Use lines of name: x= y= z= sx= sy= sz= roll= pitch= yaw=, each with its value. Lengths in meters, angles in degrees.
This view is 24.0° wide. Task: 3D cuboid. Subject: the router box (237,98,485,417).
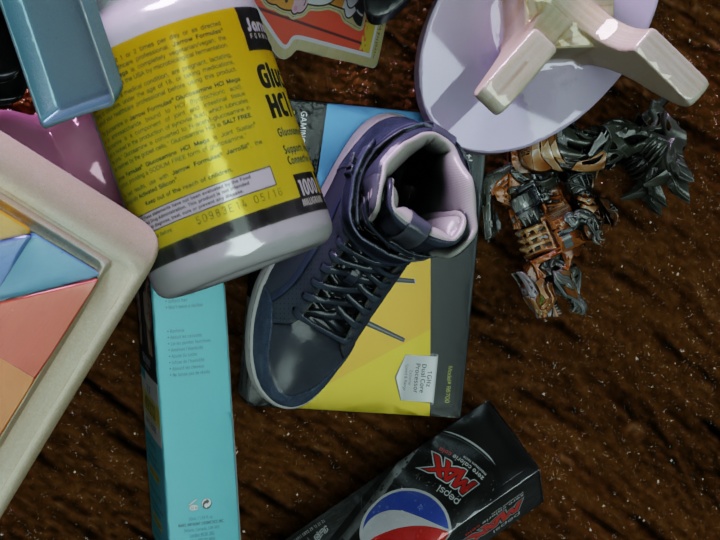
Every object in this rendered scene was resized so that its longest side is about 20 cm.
router box: x=0.001 y=-0.008 z=1.129 sx=0.148 sy=0.051 sz=0.202 roll=4 pitch=95 yaw=-13

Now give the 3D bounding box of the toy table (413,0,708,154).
toy table: x=0.125 y=-0.162 z=1.049 sx=0.183 sy=0.117 sz=0.201 roll=31 pitch=85 yaw=-8

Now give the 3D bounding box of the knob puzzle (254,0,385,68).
knob puzzle: x=-0.025 y=-0.228 z=1.046 sx=0.219 sy=0.030 sz=0.222 roll=-24 pitch=121 yaw=-47

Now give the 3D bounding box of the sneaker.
sneaker: x=-0.001 y=-0.001 z=1.027 sx=0.076 sy=0.146 sz=0.204 roll=25 pitch=90 yaw=-18

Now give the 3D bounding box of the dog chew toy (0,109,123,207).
dog chew toy: x=-0.177 y=-0.055 z=1.054 sx=0.199 sy=0.124 sz=0.126 roll=-23 pitch=101 yaw=-18

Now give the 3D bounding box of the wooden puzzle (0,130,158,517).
wooden puzzle: x=-0.226 y=0.020 z=0.885 sx=0.184 sy=0.037 sz=0.201 roll=32 pitch=82 yaw=-19

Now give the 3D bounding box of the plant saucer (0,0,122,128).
plant saucer: x=-0.182 y=-0.182 z=0.927 sx=0.019 sy=0.070 sz=0.202 roll=-27 pitch=102 yaw=-45

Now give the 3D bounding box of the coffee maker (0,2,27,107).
coffee maker: x=-0.298 y=-0.121 z=0.978 sx=0.198 sy=0.135 sz=0.194 roll=-7 pitch=115 yaw=20

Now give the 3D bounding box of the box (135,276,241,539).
box: x=-0.114 y=0.081 z=1.098 sx=0.049 sy=0.082 sz=0.202 roll=-5 pitch=98 yaw=-15

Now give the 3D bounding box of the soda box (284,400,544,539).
soda box: x=0.026 y=0.176 z=1.138 sx=0.199 sy=0.071 sz=0.063 roll=-34 pitch=64 yaw=-7

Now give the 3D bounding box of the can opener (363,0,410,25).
can opener: x=0.047 y=-0.251 z=1.061 sx=0.063 sy=0.079 sz=0.201 roll=30 pitch=80 yaw=-6

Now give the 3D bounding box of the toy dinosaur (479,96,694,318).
toy dinosaur: x=0.145 y=-0.072 z=1.135 sx=0.134 sy=0.102 sz=0.202 roll=-2 pitch=108 yaw=-2

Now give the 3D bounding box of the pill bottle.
pill bottle: x=-0.098 y=-0.095 z=0.977 sx=0.111 sy=0.112 sz=0.202 roll=-20 pitch=90 yaw=-10
